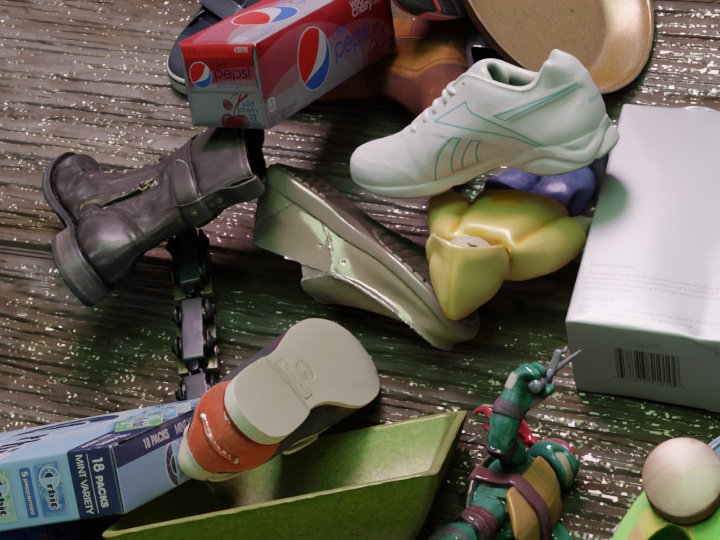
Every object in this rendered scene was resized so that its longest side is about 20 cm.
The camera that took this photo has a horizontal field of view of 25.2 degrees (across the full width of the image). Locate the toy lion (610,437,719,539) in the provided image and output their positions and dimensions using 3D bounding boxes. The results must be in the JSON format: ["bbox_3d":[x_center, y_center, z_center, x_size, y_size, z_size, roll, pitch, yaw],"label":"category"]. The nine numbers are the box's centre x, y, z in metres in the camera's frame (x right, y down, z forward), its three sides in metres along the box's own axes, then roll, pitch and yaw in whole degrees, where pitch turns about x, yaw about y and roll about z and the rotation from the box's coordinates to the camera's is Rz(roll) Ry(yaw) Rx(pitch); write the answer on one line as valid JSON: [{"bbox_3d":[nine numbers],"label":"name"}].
[{"bbox_3d":[0.213,0.217,0.882,0.199,0.069,0.193,25,72,28],"label":"toy lion"}]

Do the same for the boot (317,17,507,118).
[{"bbox_3d":[0.006,-0.144,1.261,0.198,0.069,0.190,6,53,20],"label":"boot"}]

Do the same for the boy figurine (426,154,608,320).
[{"bbox_3d":[0.097,-0.036,1.117,0.123,0.065,0.200,18,37,27],"label":"boy figurine"}]

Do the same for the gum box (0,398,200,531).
[{"bbox_3d":[-0.202,0.127,1.015,0.198,0.170,0.045,-12,91,18],"label":"gum box"}]

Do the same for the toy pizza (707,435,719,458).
[{"bbox_3d":[0.274,0.174,0.950,0.198,0.032,0.202,-7,54,9],"label":"toy pizza"}]

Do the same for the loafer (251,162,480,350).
[{"bbox_3d":[0.000,0.000,1.144,0.200,0.075,0.069,38,107,25],"label":"loafer"}]

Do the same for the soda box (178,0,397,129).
[{"bbox_3d":[-0.048,-0.166,1.182,0.069,0.064,0.200,4,26,29],"label":"soda box"}]

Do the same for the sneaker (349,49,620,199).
[{"bbox_3d":[0.076,-0.103,1.099,0.199,0.081,0.071,-10,26,31],"label":"sneaker"}]

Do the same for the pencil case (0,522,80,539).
[{"bbox_3d":[-0.267,0.217,1.023,0.198,0.088,0.078,-20,12,-4],"label":"pencil case"}]

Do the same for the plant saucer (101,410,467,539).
[{"bbox_3d":[-0.033,0.143,0.985,0.198,0.200,0.048,-13,93,10],"label":"plant saucer"}]

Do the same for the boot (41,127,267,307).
[{"bbox_3d":[-0.145,-0.066,1.191,0.173,0.069,0.201,-33,34,7],"label":"boot"}]

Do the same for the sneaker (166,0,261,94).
[{"bbox_3d":[-0.092,-0.235,1.355,0.200,0.080,0.078,-43,54,-19],"label":"sneaker"}]

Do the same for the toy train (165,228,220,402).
[{"bbox_3d":[-0.116,0.047,1.150,0.034,0.046,0.201,-12,51,3],"label":"toy train"}]

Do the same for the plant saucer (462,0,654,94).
[{"bbox_3d":[0.141,-0.221,1.248,0.198,0.035,0.202,15,62,-29],"label":"plant saucer"}]

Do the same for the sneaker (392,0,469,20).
[{"bbox_3d":[0.071,-0.238,1.295,0.086,0.074,0.200,-12,13,40],"label":"sneaker"}]

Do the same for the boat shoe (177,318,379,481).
[{"bbox_3d":[-0.050,0.085,1.044,0.063,0.200,0.071,-44,83,25],"label":"boat shoe"}]

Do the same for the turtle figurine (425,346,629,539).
[{"bbox_3d":[0.106,0.146,0.977,0.100,0.150,0.200,-33,9,42],"label":"turtle figurine"}]

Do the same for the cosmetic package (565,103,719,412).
[{"bbox_3d":[0.214,-0.014,1.092,0.112,0.082,0.201,8,53,20],"label":"cosmetic package"}]
